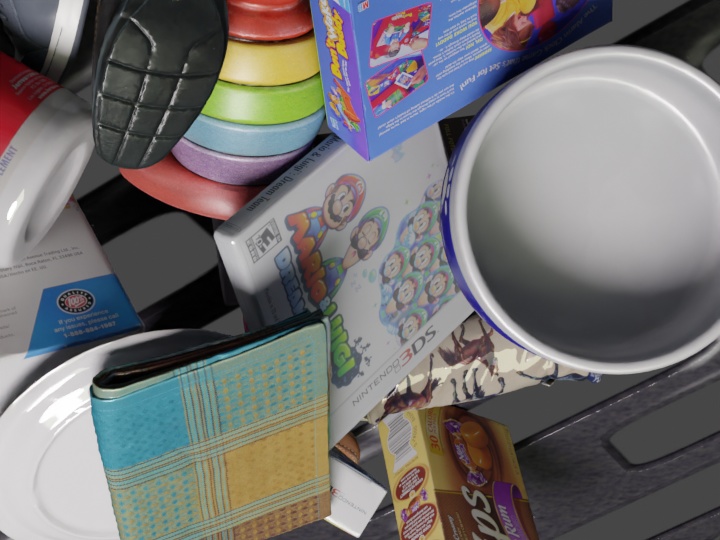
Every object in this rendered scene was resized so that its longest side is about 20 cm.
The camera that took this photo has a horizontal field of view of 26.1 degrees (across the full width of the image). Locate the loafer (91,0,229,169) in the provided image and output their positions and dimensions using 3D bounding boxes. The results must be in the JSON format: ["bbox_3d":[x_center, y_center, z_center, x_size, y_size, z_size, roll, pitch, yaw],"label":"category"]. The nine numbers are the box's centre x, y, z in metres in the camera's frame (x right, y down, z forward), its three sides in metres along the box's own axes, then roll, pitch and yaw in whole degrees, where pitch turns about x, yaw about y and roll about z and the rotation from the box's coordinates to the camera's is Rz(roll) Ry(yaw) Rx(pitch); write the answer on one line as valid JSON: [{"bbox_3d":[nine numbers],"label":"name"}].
[{"bbox_3d":[-0.113,-0.156,0.880,0.073,0.072,0.200,9,112,-28],"label":"loafer"}]

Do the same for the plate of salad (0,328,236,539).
[{"bbox_3d":[-0.142,0.104,0.970,0.200,0.048,0.200,-16,136,-16],"label":"plate of salad"}]

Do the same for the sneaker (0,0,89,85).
[{"bbox_3d":[-0.220,-0.190,0.893,0.146,0.077,0.202,12,142,-13],"label":"sneaker"}]

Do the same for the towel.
[{"bbox_3d":[-0.087,0.112,0.961,0.147,0.022,0.200,-17,139,-15],"label":"towel"}]

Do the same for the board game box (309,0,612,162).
[{"bbox_3d":[0.066,-0.169,0.937,0.200,0.045,0.134,-31,142,-20],"label":"board game box"}]

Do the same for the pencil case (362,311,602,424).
[{"bbox_3d":[0.090,0.070,1.247,0.200,0.078,0.089,-11,124,-1],"label":"pencil case"}]

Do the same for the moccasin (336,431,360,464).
[{"bbox_3d":[-0.090,0.144,1.285,0.201,0.078,0.074,20,130,-31],"label":"moccasin"}]

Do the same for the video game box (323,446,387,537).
[{"bbox_3d":[-0.084,0.116,1.141,0.182,0.200,0.047,30,86,-10],"label":"video game box"}]

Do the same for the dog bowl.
[{"bbox_3d":[0.152,-0.037,0.971,0.200,0.200,0.079,-7,-179,-6],"label":"dog bowl"}]

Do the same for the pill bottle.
[{"bbox_3d":[-0.264,-0.095,0.909,0.200,0.112,0.112,30,130,0],"label":"pill bottle"}]

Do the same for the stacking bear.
[{"bbox_3d":[-0.071,-0.141,0.953,0.121,0.114,0.200,-25,137,-39],"label":"stacking bear"}]

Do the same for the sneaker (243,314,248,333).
[{"bbox_3d":[-0.023,0.057,1.155,0.087,0.074,0.200,-3,170,10],"label":"sneaker"}]

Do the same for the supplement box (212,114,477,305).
[{"bbox_3d":[-0.006,-0.043,1.111,0.200,0.061,0.109,-7,137,-5],"label":"supplement box"}]

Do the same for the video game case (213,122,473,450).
[{"bbox_3d":[0.000,0.000,1.017,0.182,0.024,0.200,-42,135,-28],"label":"video game case"}]

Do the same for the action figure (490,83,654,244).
[{"bbox_3d":[0.139,-0.057,1.083,0.200,0.134,0.149,-12,171,-38],"label":"action figure"}]

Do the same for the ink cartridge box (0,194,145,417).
[{"bbox_3d":[-0.252,0.023,0.999,0.147,0.200,0.145,-14,144,-27],"label":"ink cartridge box"}]

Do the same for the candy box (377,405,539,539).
[{"bbox_3d":[0.088,0.209,1.308,0.117,0.200,0.056,22,127,-32],"label":"candy box"}]
